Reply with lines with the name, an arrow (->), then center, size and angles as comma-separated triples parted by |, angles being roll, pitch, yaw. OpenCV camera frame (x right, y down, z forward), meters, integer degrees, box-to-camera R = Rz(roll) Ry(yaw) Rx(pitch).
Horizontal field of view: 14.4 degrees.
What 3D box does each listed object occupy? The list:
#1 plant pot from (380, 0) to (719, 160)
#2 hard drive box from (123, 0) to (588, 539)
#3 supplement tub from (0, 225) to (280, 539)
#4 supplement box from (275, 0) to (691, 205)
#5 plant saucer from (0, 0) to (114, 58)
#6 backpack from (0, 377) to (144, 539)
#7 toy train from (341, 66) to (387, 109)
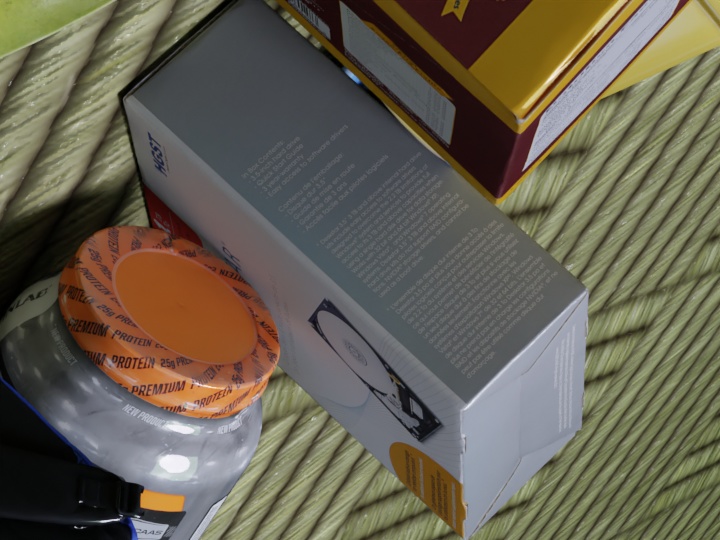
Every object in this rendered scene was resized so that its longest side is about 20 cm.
plant pot -> 0.076, -0.147, 1.131 | 0.189, 0.201, 0.201 | -37, 163, 11
hard drive box -> 0.000, 0.000, 1.211 | 0.077, 0.200, 0.156 | -42, 159, -15
supplement tub -> -0.121, 0.085, 1.219 | 0.122, 0.123, 0.200 | -20, 148, -54
supplement box -> 0.022, -0.146, 0.921 | 0.133, 0.197, 0.200 | -46, 176, -4
plant saucer -> -0.140, -0.093, 0.886 | 0.199, 0.031, 0.200 | -22, 175, -2
backpack -> -0.199, 0.089, 0.961 | 0.162, 0.200, 0.168 | -40, 169, -27
toy train -> 0.060, -0.095, 1.336 | 0.200, 0.087, 0.114 | -44, 166, -17
